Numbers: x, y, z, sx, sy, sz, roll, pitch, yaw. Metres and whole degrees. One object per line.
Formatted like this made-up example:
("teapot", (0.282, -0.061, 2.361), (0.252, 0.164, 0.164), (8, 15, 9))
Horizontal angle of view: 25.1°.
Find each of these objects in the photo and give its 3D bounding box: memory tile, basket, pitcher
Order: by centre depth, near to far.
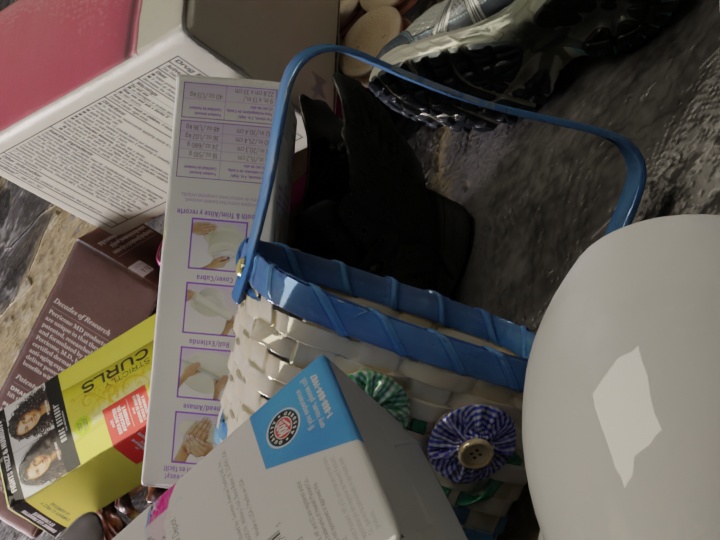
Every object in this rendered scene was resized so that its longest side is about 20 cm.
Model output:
("pitcher", (0.099, 0.095, 0.572), (0.171, 0.121, 0.202), (-23, 53, 39))
("basket", (0.027, 0.016, 0.727), (0.139, 0.175, 0.202), (-155, 80, -74))
("memory tile", (-0.034, -0.167, 1.036), (0.199, 0.017, 0.155), (-10, 56, 42))

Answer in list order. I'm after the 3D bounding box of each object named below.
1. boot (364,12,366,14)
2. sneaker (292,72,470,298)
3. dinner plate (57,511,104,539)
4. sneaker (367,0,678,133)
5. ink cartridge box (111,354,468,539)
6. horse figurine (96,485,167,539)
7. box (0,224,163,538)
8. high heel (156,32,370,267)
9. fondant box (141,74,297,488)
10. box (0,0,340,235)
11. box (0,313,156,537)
("boot", (-0.063, -0.137, 1.143), (0.201, 0.075, 0.107), (-65, 22, -7))
("sneaker", (0.002, -0.001, 0.853), (0.060, 0.104, 0.201), (-30, 40, 44))
("dinner plate", (-0.183, 0.240, 0.943), (0.200, 0.024, 0.202), (17, -90, -85))
("sneaker", (0.088, -0.143, 0.877), (0.199, 0.077, 0.087), (-22, 50, 38))
("ink cartridge box", (-0.054, 0.142, 0.600), (0.200, 0.068, 0.115), (-41, 32, 9))
("horse figurine", (-0.125, 0.100, 1.039), (0.132, 0.050, 0.201), (9, 69, 54))
("box", (-0.190, 0.070, 1.095), (0.201, 0.075, 0.100), (-59, -3, 15))
("high heel", (-0.058, -0.076, 1.032), (0.067, 0.096, 0.202), (25, 94, 29))
("fondant box", (-0.071, 0.008, 0.846), (0.144, 0.058, 0.202), (85, -171, -88))
("box", (-0.125, -0.121, 0.983), (0.199, 0.127, 0.110), (-21, 53, 36))
("box", (-0.125, 0.076, 0.972), (0.199, 0.050, 0.076), (-30, 52, 10))
